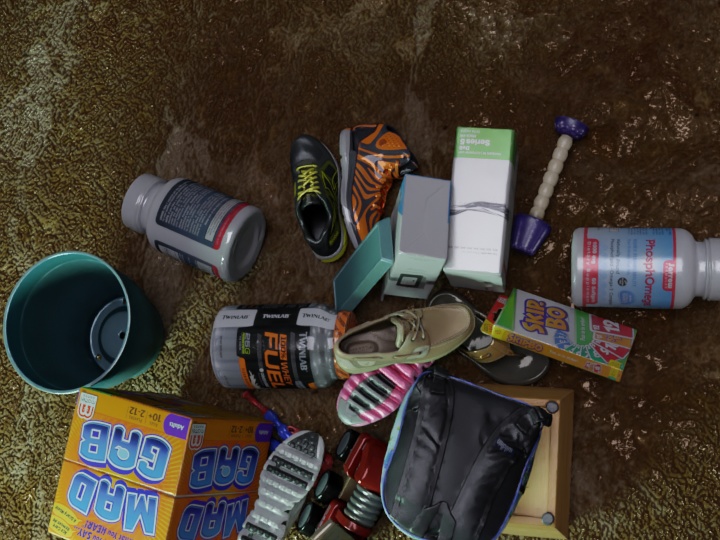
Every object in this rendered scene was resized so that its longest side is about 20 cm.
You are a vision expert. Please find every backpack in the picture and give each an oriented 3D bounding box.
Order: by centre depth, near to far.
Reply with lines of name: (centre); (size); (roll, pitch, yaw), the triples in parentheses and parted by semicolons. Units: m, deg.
backpack: (0.119, 0.248, 1.255); (0.181, 0.147, 0.202); (20, 74, 5)

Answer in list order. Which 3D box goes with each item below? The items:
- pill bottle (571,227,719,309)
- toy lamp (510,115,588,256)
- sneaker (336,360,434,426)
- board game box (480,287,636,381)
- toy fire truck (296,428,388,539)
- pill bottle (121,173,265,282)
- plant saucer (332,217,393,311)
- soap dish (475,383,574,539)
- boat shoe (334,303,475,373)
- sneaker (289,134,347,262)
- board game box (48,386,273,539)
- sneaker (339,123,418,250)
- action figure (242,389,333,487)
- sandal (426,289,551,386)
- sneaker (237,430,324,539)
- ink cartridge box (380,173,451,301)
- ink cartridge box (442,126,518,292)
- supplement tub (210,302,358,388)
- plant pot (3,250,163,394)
pill bottle: (0.386, -0.003, 1.346); (0.198, 0.109, 0.110); (1, 80, 14)
toy lamp: (0.265, -0.119, 1.426); (0.058, 0.058, 0.202); (19, 84, 17)
sneaker: (0.049, 0.148, 1.407); (0.200, 0.095, 0.079); (-42, 77, -11)
board game box: (0.272, 0.083, 1.373); (0.198, 0.096, 0.030); (17, 128, 18)
toy fire truck: (-0.008, 0.311, 1.321); (0.128, 0.200, 0.177); (30, 87, -14)
pill bottle: (-0.255, -0.072, 1.516); (0.198, 0.120, 0.121); (23, 86, 17)
plant saucer: (0.000, 0.000, 1.406); (0.019, 0.200, 0.071); (5, 63, -19)
soap dish: (0.207, 0.257, 1.358); (0.156, 0.081, 0.202); (2, 81, 14)
boat shoe: (0.061, 0.089, 1.342); (0.198, 0.065, 0.072); (-19, 70, -5)
sneaker: (-0.065, -0.116, 1.494); (0.074, 0.085, 0.202); (-18, 76, 9)
board game box: (-0.271, 0.284, 1.386); (0.198, 0.199, 0.202); (9, 86, 29)
sneaker: (0.031, -0.126, 1.475); (0.111, 0.078, 0.202); (-7, 78, 14)
action figure: (-0.106, 0.257, 1.456); (0.199, 0.052, 0.066); (36, 87, 15)
sandal: (0.175, 0.092, 1.410); (0.200, 0.055, 0.082); (39, 91, 18)
sneaker: (-0.107, 0.312, 1.403); (0.075, 0.081, 0.201); (29, 96, 13)
ink cartridge box: (0.075, -0.036, 1.391); (0.066, 0.200, 0.117); (6, 69, -4)
ink cartridge box: (0.169, -0.082, 1.395); (0.083, 0.146, 0.202); (5, 81, 11)
supplement tub: (-0.106, 0.109, 1.443); (0.198, 0.123, 0.124); (-3, 79, 14)
plant pot: (-0.392, 0.088, 1.485); (0.198, 0.188, 0.202); (-2, 79, 13)
